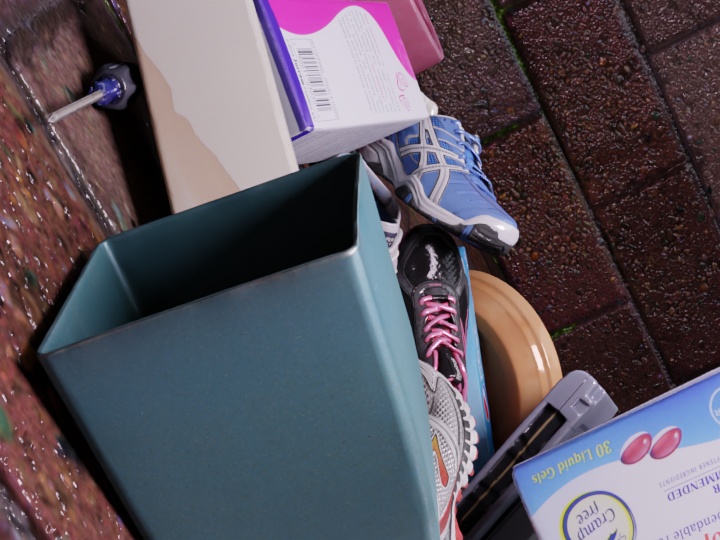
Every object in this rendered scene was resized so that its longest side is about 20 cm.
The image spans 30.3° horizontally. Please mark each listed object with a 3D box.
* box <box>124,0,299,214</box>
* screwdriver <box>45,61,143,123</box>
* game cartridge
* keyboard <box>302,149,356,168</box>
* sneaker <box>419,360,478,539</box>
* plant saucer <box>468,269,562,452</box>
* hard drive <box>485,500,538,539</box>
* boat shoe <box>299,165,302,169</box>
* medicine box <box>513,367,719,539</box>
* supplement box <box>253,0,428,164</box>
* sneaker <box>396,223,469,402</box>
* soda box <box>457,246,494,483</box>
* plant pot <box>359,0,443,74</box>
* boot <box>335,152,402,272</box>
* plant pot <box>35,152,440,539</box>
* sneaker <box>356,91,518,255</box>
[{"bbox_3d":[-0.084,-0.087,0.821,0.095,0.077,0.201,78,-3,-66],"label":"box"},{"bbox_3d":[-0.152,-0.099,0.742,0.029,0.028,0.200,33,13,-1],"label":"screwdriver"},{"bbox_3d":[0.134,0.173,1.108,0.040,0.200,0.133,42,0,25],"label":"game cartridge"},{"bbox_3d":[-0.047,-0.112,1.171,0.201,0.020,0.127,60,-24,15],"label":"keyboard"},{"bbox_3d":[0.034,0.139,0.925,0.082,0.077,0.201,48,29,-38],"label":"sneaker"},{"bbox_3d":[0.101,0.101,1.229,0.037,0.200,0.201,-14,74,-38],"label":"plant saucer"},{"bbox_3d":[0.140,0.238,1.148,0.027,0.132,0.200,42,2,20],"label":"hard drive"},{"bbox_3d":[-0.085,-0.159,1.121,0.201,0.068,0.072,66,10,11],"label":"boat shoe"},{"bbox_3d":[0.232,0.197,0.927,0.201,0.181,0.103,67,11,20],"label":"medicine box"},{"bbox_3d":[-0.044,-0.140,1.006,0.200,0.103,0.102,-17,86,-59],"label":"supplement box"},{"bbox_3d":[0.061,0.063,1.065,0.095,0.078,0.202,-179,-90,-72],"label":"sneaker"},{"bbox_3d":[0.071,0.085,1.161,0.064,0.067,0.202,-39,120,-79],"label":"soda box"},{"bbox_3d":[-0.040,-0.252,1.271,0.201,0.178,0.200,60,10,-18],"label":"plant pot"},{"bbox_3d":[0.000,0.000,1.046,0.073,0.096,0.201,2,48,-36],"label":"boot"},{"bbox_3d":[-0.033,0.076,0.625,0.142,0.140,0.201,-88,158,-70],"label":"plant pot"},{"bbox_3d":[0.067,-0.082,1.080,0.076,0.077,0.200,30,11,-44],"label":"sneaker"}]
